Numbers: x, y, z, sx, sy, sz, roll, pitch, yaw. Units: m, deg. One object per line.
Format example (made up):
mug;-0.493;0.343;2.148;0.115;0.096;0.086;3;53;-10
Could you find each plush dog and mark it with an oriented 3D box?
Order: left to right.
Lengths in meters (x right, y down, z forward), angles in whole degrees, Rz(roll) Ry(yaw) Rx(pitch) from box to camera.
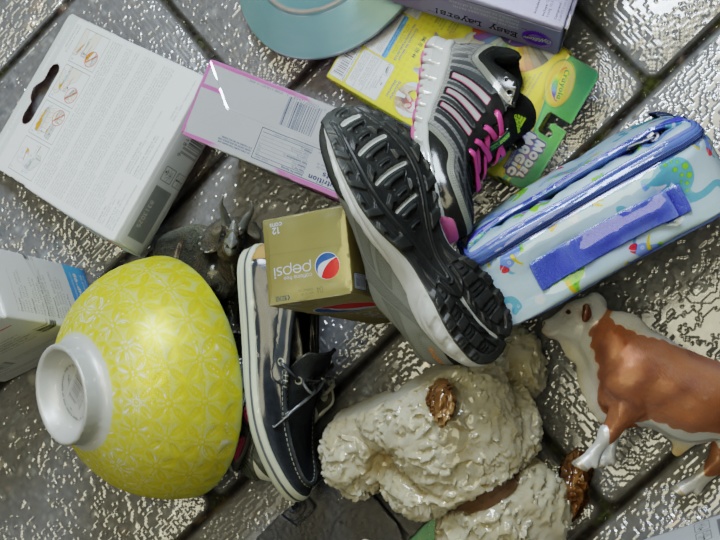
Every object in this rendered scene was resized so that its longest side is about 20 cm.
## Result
plush dog;0.089;0.151;1.062;0.199;0.160;0.173;-33;97;-7

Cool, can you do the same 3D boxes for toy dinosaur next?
toy dinosaur;-0.138;0.001;1.215;0.199;0.077;0.103;-4;78;51

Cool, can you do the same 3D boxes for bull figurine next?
bull figurine;0.219;0.098;1.055;0.198;0.065;0.122;20;95;3

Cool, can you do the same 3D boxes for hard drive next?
hard drive;0.029;0.241;1.139;0.140;0.038;0.200;-46;71;9

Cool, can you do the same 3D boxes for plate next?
plate;-0.027;-0.274;1.199;0.199;0.026;0.202;-10;70;30

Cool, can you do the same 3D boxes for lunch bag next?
lunch bag;0.169;-0.038;1.047;0.199;0.161;0.083;-30;96;8

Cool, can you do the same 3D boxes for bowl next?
bowl;-0.194;0.092;1.152;0.199;0.107;0.202;8;100;47

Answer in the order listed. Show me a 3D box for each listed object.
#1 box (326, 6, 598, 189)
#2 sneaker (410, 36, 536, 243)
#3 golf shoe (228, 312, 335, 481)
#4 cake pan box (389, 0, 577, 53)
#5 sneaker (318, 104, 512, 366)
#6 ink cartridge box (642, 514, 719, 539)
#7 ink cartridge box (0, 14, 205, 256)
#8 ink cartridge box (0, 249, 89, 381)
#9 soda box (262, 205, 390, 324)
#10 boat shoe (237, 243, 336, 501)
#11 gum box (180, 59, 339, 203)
box;0.085;-0.155;1.162;0.199;0.048;0.118;33;94;22
sneaker;0.086;-0.103;1.062;0.087;0.074;0.201;-3;46;10
golf shoe;-0.056;0.075;1.180;0.087;0.077;0.202;13;93;3
cake pan box;0.102;-0.291;1.129;0.183;0.052;0.202;18;76;5
sneaker;0.022;-0.018;0.982;0.079;0.074;0.201;-17;105;51
ink cartridge box;0.253;0.273;1.048;0.199;0.044;0.175;-22;106;16
ink cartridge box;-0.226;-0.122;1.271;0.199;0.050;0.163;28;88;39
ink cartridge box;-0.317;0.037;1.198;0.115;0.200;0.067;-24;75;15
soda box;0.000;0.000;1.090;0.067;0.200;0.065;-9;80;22
boat shoe;-0.051;0.077;1.106;0.062;0.075;0.202;-6;89;16
gum box;-0.029;-0.096;1.158;0.199;0.113;0.067;24;92;21
